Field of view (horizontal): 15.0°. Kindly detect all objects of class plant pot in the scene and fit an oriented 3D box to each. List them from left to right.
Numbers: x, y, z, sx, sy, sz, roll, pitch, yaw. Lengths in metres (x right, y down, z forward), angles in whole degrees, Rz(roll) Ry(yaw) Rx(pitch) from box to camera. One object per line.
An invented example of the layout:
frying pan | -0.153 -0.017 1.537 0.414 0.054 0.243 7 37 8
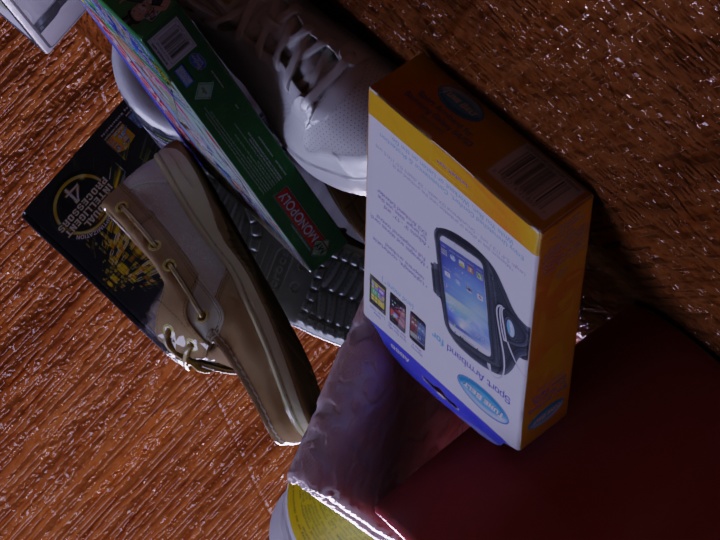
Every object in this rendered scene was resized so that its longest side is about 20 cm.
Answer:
plant pot | 0.136 0.129 1.444 0.200 0.177 0.200 44 177 3

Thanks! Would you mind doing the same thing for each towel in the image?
towel | 0.041 0.052 1.515 0.032 0.201 0.191 17 167 27

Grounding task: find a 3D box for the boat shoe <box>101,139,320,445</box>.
boat shoe | -0.082 0.022 1.507 0.200 0.066 0.074 61 -178 32

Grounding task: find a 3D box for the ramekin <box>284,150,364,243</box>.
ramekin | 0.000 0.000 1.771 0.200 0.098 0.200 24 178 1

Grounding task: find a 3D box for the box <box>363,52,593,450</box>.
box | 0.054 0.000 1.345 0.119 0.041 0.200 42 154 27

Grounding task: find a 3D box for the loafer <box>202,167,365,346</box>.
loafer | -0.048 -0.004 1.617 0.200 0.075 0.070 31 -174 29

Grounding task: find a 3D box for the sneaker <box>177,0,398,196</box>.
sneaker | -0.047 -0.119 1.410 0.200 0.074 0.116 42 180 42

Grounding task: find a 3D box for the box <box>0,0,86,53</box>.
box | -0.183 -0.207 1.579 0.060 0.117 0.200 40 175 9

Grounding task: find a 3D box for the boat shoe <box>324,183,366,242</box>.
boat shoe | 0.020 -0.043 1.574 0.069 0.074 0.200 32 171 43

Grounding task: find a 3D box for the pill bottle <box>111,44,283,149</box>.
pill bottle | -0.089 -0.116 1.678 0.106 0.106 0.200 43 177 6

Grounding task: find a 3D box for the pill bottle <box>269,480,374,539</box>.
pill bottle | 0.021 0.136 1.701 0.114 0.114 0.200 43 145 0

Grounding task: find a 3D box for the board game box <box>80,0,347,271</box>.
board game box | -0.091 -0.097 1.458 0.135 0.029 0.200 43 172 45

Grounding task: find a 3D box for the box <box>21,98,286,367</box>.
box | -0.112 -0.058 1.895 0.161 0.200 0.049 42 179 22
